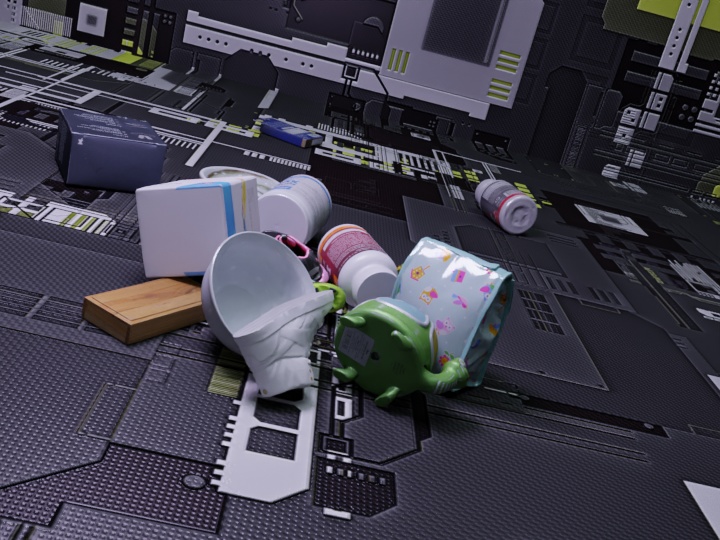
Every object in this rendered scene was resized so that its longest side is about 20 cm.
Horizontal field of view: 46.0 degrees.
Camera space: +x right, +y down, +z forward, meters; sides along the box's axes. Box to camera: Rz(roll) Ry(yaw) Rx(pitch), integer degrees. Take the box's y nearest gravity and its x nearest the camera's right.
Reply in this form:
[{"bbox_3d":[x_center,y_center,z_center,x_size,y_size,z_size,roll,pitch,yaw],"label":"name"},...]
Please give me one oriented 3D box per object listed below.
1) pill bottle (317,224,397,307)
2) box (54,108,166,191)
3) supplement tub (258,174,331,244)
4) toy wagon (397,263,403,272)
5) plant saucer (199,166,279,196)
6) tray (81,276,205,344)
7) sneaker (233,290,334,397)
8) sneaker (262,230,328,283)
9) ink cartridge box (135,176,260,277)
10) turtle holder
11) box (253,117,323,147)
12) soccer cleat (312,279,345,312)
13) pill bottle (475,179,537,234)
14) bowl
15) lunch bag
[{"bbox_3d":[0.000,0.000,1.550,0.113,0.113,0.200,6,21,-23],"label":"pill bottle"},{"bbox_3d":[-0.545,-0.259,1.840,0.196,0.118,0.200,4,21,-28],"label":"box"},{"bbox_3d":[-0.141,-0.115,1.731,0.132,0.132,0.200,17,19,6],"label":"supplement tub"},{"bbox_3d":[0.138,0.025,1.693,0.155,0.040,0.200,-1,26,-39],"label":"toy wagon"},{"bbox_3d":[-0.271,-0.183,1.935,0.199,0.050,0.200,13,20,-5],"label":"plant saucer"},{"bbox_3d":[-0.311,0.054,1.292,0.098,0.037,0.200,25,21,26],"label":"tray"},{"bbox_3d":[-0.091,0.107,1.202,0.074,0.116,0.200,-14,11,38],"label":"sneaker"},{"bbox_3d":[-0.136,-0.039,1.558,0.079,0.096,0.200,-40,44,-17],"label":"sneaker"},{"bbox_3d":[-0.265,-0.079,1.433,0.146,0.147,0.200,-2,10,10],"label":"ink cartridge box"},{"bbox_3d":[0.060,0.108,1.235,0.185,0.141,0.132,0,18,32],"label":"turtle holder"},{"bbox_3d":[-0.230,-0.435,2.669,0.200,0.032,0.121,24,21,19],"label":"box"},{"bbox_3d":[-0.122,0.035,1.458,0.199,0.068,0.081,14,-2,4],"label":"soccer cleat"},{"bbox_3d":[0.394,-0.184,2.337,0.110,0.111,0.200,7,21,-22],"label":"pill bottle"},{"bbox_3d":[-0.166,0.050,1.269,0.201,0.090,0.202,25,52,-37],"label":"bowl"},{"bbox_3d":[0.139,0.063,1.342,0.170,0.201,0.122,27,14,32],"label":"lunch bag"}]
